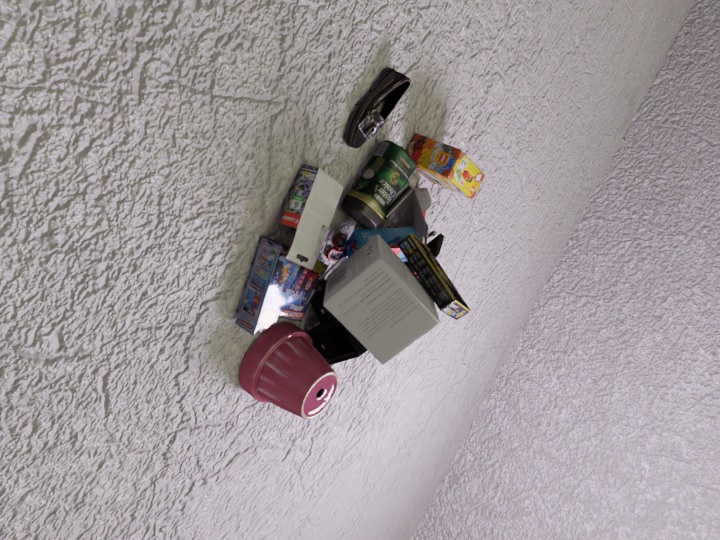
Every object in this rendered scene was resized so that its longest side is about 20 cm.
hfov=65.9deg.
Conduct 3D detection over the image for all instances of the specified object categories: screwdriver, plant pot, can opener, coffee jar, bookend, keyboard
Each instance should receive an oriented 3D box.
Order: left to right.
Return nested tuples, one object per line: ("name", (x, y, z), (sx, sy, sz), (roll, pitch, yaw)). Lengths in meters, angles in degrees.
("plant pot", (-0.158, 0.253, 1.330), (0.200, 0.179, 0.201), (-35, 141, -35))
("bookend", (-0.079, 0.128, 1.404), (0.092, 0.198, 0.201), (-29, 93, -43))
("screwdriver", (-0.053, -0.026, 1.335), (0.200, 0.028, 0.029), (-39, 125, -56))
("coffee jar", (0.043, -0.202, 1.330), (0.104, 0.085, 0.200), (38, 83, -42))
("can opener", (0.069, -0.154, 1.439), (0.200, 0.066, 0.053), (-50, 135, -16))
("keyboard", (0.189, -0.056, 1.630), (0.200, 0.021, 0.128), (-40, -149, 58))

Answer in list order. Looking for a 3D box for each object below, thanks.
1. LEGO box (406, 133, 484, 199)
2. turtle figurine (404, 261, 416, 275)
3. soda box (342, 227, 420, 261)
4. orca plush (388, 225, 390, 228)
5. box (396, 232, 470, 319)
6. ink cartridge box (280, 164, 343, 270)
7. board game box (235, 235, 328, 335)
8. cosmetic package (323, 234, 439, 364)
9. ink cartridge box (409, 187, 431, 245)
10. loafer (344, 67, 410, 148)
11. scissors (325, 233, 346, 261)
("LEGO box", (0.225, -0.276, 1.485), (0.200, 0.149, 0.077), (19, 99, -59))
("turtle figurine", (0.109, 0.018, 1.499), (0.150, 0.199, 0.101), (-9, 115, -60))
("soda box", (0.060, -0.061, 1.389), (0.199, 0.068, 0.064), (-6, 147, -39))
("orca plush", (0.098, -0.055, 1.560), (0.071, 0.106, 0.200), (-30, 167, 16))
("box", (0.179, 0.018, 1.341), (0.049, 0.200, 0.160), (-36, 155, 10))
("ink cartridge box", (-0.112, -0.112, 1.186), (0.109, 0.050, 0.201), (27, 82, -60))
("board game box", (-0.183, 0.047, 1.229), (0.200, 0.062, 0.200), (-63, 151, 1))
("cosmetic package", (0.044, 0.062, 1.247), (0.166, 0.200, 0.167), (-40, -163, 14))
("ink cartridge box", (0.177, -0.111, 1.529), (0.050, 0.200, 0.163), (-4, 128, -8))
("loafer", (0.038, -0.355, 1.224), (0.200, 0.063, 0.072), (-58, 149, -4))
("scissors", (-0.024, -0.050, 1.441), (0.200, 0.014, 0.073), (13, 102, -60))
